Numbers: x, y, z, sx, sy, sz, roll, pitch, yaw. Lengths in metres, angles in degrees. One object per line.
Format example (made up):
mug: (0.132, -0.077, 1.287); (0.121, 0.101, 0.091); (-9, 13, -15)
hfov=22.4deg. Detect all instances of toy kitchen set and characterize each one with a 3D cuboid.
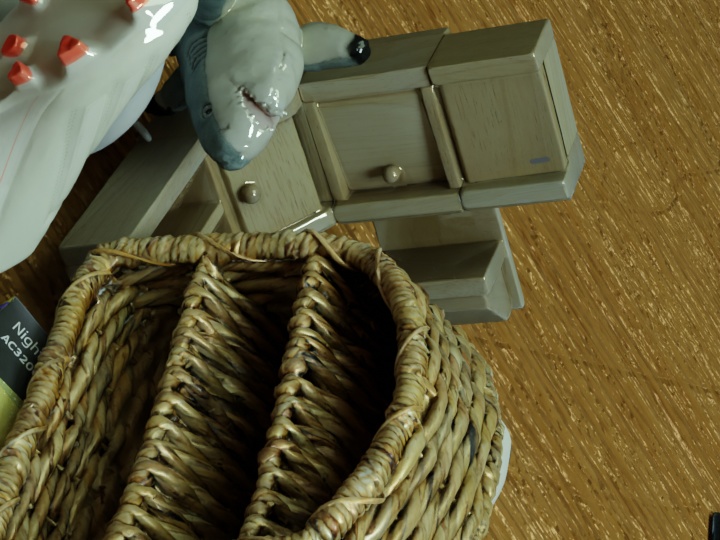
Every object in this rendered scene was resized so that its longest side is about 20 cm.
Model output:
toy kitchen set: (0.000, 0.000, 0.886); (0.181, 0.199, 0.164); (-63, 141, -53)

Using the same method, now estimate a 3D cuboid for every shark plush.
shark plush: (-0.087, -0.111, 0.889); (0.091, 0.084, 0.200); (24, 5, -43)

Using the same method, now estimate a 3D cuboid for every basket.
basket: (-0.039, 0.064, 0.720); (0.149, 0.142, 0.201); (45, 32, -22)

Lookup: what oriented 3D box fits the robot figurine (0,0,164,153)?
robot figurine: (-0.167, -0.114, 0.814); (0.199, 0.112, 0.171); (14, 82, -47)

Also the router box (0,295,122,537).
router box: (-0.128, 0.132, 0.725); (0.200, 0.052, 0.157); (52, 33, -11)

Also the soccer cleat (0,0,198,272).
soccer cleat: (-0.138, -0.056, 0.750); (0.078, 0.200, 0.069); (43, 8, -48)

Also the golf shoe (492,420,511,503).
golf shoe: (0.043, 0.101, 0.941); (0.200, 0.094, 0.078); (-16, 76, -58)

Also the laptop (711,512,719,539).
laptop: (0.300, 0.294, 1.204); (0.188, 0.115, 0.201); (-73, 152, -49)
